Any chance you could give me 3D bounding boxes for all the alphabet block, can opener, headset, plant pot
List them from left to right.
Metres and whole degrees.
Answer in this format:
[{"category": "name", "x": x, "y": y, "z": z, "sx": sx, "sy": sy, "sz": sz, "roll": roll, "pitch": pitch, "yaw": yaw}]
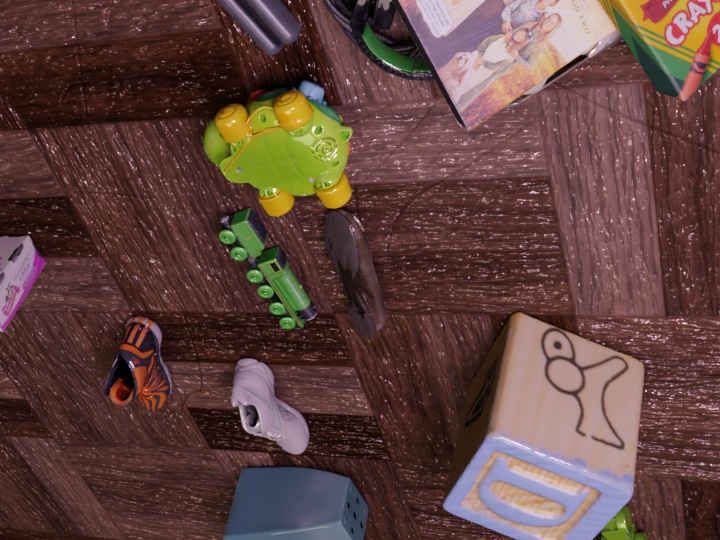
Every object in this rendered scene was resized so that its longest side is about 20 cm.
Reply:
[{"category": "can opener", "x": -0.145, "y": -0.293, "z": 1.037, "sx": 0.053, "sy": 0.067, "sz": 0.200, "roll": -23, "pitch": 122, "yaw": 38}, {"category": "plant pot", "x": -0.096, "y": 0.414, "z": 1.701, "sx": 0.197, "sy": 0.142, "sz": 0.142, "roll": -11, "pitch": 130, "yaw": 21}, {"category": "headset", "x": 0.048, "y": -0.266, "z": 0.939, "sx": 0.122, "sy": 0.095, "sz": 0.201, "roll": 4, "pitch": 145, "yaw": 16}, {"category": "alphabet block", "x": 0.233, "y": 0.211, "z": 1.308, "sx": 0.193, "sy": 0.201, "sz": 0.197, "roll": 23, "pitch": 138, "yaw": -2}]

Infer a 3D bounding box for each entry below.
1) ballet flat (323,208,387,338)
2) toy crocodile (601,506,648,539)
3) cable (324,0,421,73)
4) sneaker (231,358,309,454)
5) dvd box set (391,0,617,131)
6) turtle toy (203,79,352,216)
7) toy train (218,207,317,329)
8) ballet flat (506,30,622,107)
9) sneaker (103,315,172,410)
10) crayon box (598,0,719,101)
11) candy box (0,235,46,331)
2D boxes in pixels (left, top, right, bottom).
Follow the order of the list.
[{"category": "ballet flat", "x": 0.000, "y": 0.000, "z": 1.305, "sx": 0.067, "sy": 0.046, "sz": 0.202, "roll": 27, "pitch": 143, "yaw": 44}, {"category": "toy crocodile", "x": 0.385, "y": 0.384, "z": 1.537, "sx": 0.067, "sy": 0.062, "sz": 0.201, "roll": -11, "pitch": 134, "yaw": 29}, {"category": "cable", "x": 0.031, "y": -0.277, "z": 0.997, "sx": 0.161, "sy": 0.051, "sz": 0.201, "roll": 20, "pitch": 138, "yaw": 1}, {"category": "sneaker", "x": -0.144, "y": 0.226, "z": 1.564, "sx": 0.070, "sy": 0.081, "sz": 0.201, "roll": -10, "pitch": 131, "yaw": 27}, {"category": "dvd box set", "x": 0.139, "y": -0.238, "z": 0.893, "sx": 0.199, "sy": 0.029, "sz": 0.147, "roll": -33, "pitch": 114, "yaw": -2}, {"category": "turtle toy", "x": -0.094, "y": -0.145, "z": 1.145, "sx": 0.197, "sy": 0.102, "sz": 0.147, "roll": -6, "pitch": 132, "yaw": 27}, {"category": "toy train", "x": -0.118, "y": 0.000, "z": 1.352, "sx": 0.056, "sy": 0.042, "sz": 0.201, "roll": -17, "pitch": 126, "yaw": 21}, {"category": "ballet flat", "x": 0.200, "y": -0.217, "z": 0.982, "sx": 0.067, "sy": 0.064, "sz": 0.199, "roll": 40, "pitch": 134, "yaw": -21}, {"category": "sneaker", "x": -0.345, "y": 0.171, "z": 1.560, "sx": 0.076, "sy": 0.113, "sz": 0.202, "roll": 10, "pitch": 137, "yaw": 11}, {"category": "crayon box", "x": 0.261, "y": -0.262, "z": 0.872, "sx": 0.127, "sy": 0.051, "sz": 0.200, "roll": -43, "pitch": 116, "yaw": 2}, {"category": "candy box", "x": -0.572, "y": 0.017, "z": 1.475, "sx": 0.197, "sy": 0.137, "sz": 0.061, "roll": 0, "pitch": 136, "yaw": 22}]
